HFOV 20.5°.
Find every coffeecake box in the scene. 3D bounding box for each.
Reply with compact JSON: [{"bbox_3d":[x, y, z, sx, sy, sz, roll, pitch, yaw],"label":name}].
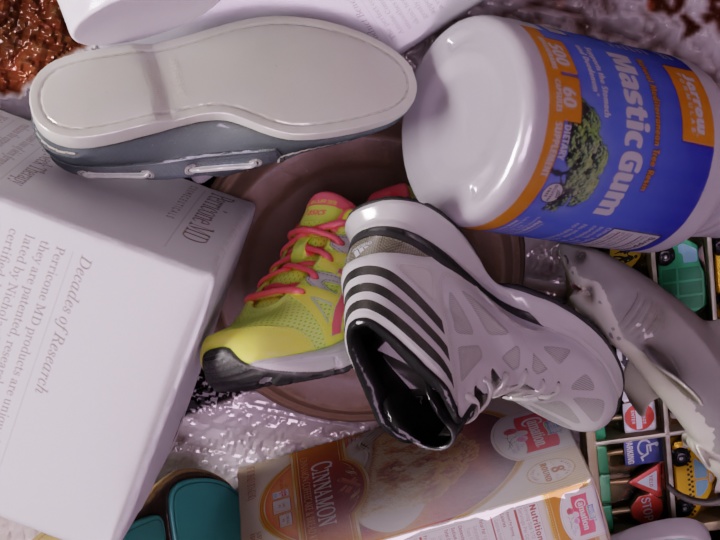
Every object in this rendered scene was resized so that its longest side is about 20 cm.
[{"bbox_3d":[0.035,0.147,1.154,0.199,0.154,0.073,-16,108,0],"label":"coffeecake box"}]

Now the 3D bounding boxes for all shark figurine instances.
[{"bbox_3d":[0.205,0.067,1.113,0.089,0.128,0.215,-40,119,-9],"label":"shark figurine"}]

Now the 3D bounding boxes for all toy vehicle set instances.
[{"bbox_3d":[0.192,0.064,1.206,0.124,0.027,0.201,-8,109,-2],"label":"toy vehicle set"}]

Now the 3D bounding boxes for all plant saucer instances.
[{"bbox_3d":[0.000,0.000,1.170,0.199,0.029,0.201,-2,109,-4],"label":"plant saucer"}]

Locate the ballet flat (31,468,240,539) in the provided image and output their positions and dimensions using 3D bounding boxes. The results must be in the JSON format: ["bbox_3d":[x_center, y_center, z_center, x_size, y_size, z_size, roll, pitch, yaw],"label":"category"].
[{"bbox_3d":[-0.129,0.151,1.140,0.063,0.200,0.069,-4,89,21],"label":"ballet flat"}]

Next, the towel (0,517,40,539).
[{"bbox_3d":[-0.184,0.182,1.212,0.132,0.034,0.201,-7,107,-4],"label":"towel"}]

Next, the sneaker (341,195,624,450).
[{"bbox_3d":[0.059,0.060,1.040,0.200,0.116,0.076,36,138,-30],"label":"sneaker"}]

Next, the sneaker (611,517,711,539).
[{"bbox_3d":[0.149,0.244,1.206,0.200,0.118,0.074,-40,133,13],"label":"sneaker"}]

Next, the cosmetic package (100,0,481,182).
[{"bbox_3d":[-0.034,-0.148,1.089,0.200,0.074,0.102,-31,108,8],"label":"cosmetic package"}]

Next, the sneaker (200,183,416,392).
[{"bbox_3d":[-0.023,0.006,1.078,0.078,0.200,0.091,-9,100,37],"label":"sneaker"}]

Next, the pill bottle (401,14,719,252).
[{"bbox_3d":[0.131,-0.069,1.086,0.200,0.112,0.112,6,110,-36],"label":"pill bottle"}]

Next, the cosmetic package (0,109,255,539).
[{"bbox_3d":[-0.183,0.021,1.074,0.199,0.167,0.167,20,105,-1],"label":"cosmetic package"}]

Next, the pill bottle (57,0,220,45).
[{"bbox_3d":[-0.137,-0.221,1.005,0.111,0.111,0.201,-19,82,2],"label":"pill bottle"}]

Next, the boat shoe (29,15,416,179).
[{"bbox_3d":[-0.071,-0.084,1.042,0.199,0.073,0.062,-6,153,-9],"label":"boat shoe"}]
